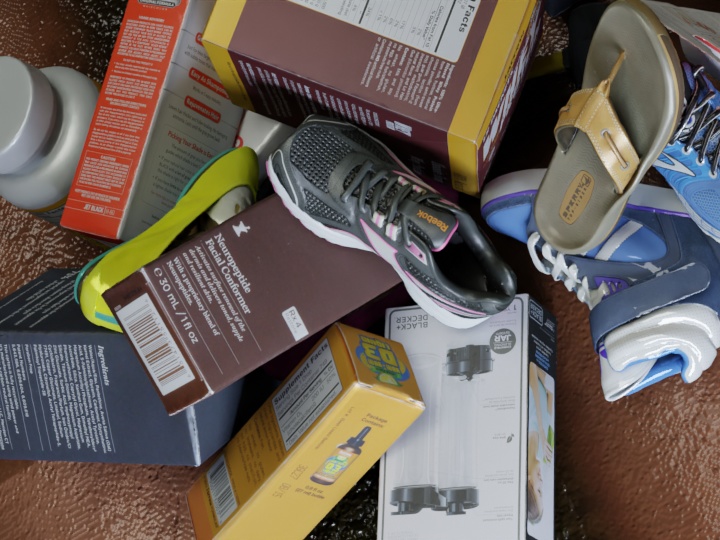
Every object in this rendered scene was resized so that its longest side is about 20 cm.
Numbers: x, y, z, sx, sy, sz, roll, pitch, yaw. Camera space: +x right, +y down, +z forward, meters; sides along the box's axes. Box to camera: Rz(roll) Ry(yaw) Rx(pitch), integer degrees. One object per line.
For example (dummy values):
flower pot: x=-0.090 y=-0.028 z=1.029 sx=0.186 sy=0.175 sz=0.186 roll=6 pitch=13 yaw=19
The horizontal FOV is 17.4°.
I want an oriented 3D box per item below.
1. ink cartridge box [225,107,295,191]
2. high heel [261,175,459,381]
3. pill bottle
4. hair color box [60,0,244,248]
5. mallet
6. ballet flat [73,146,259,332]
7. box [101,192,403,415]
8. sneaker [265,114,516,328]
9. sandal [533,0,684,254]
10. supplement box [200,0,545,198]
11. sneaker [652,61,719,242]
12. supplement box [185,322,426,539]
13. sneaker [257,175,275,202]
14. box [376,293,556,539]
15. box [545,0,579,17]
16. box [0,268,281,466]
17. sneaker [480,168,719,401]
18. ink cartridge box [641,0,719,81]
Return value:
ink cartridge box: x=-0.056 y=-0.171 z=1.818 sx=0.200 sy=0.084 sz=0.146 roll=-49 pitch=58 yaw=3
high heel: x=0.000 y=0.000 z=1.722 sx=0.067 sy=0.096 sz=0.201 roll=29 pitch=87 yaw=31
pill bottle: x=-0.215 y=-0.088 z=1.793 sx=0.112 sy=0.200 sz=0.114 roll=-14 pitch=65 yaw=32
hair color box: x=-0.143 y=-0.110 z=1.735 sx=0.061 sy=0.101 sz=0.201 roll=13 pitch=82 yaw=34
mallet: x=0.107 y=-0.154 z=1.761 sx=0.199 sy=0.041 sz=0.066 roll=-6 pitch=70 yaw=29
ballet flat: x=-0.119 y=-0.017 z=1.681 sx=0.067 sy=0.067 sz=0.200 roll=25 pitch=47 yaw=28
box: x=-0.068 y=0.008 z=1.625 sx=0.075 sy=0.199 sz=0.101 roll=-28 pitch=93 yaw=54
sneaker: x=0.032 y=-0.038 z=1.593 sx=0.081 sy=0.199 sz=0.086 roll=-60 pitch=17 yaw=-13
sandal: x=0.155 y=-0.087 z=1.552 sx=0.080 sy=0.054 sz=0.201 roll=43 pitch=133 yaw=25
supplement box: x=0.015 y=-0.162 z=1.638 sx=0.199 sy=0.197 sz=0.134 roll=21 pitch=83 yaw=7
sneaker: x=0.224 y=-0.087 z=1.579 sx=0.079 sy=0.089 sz=0.200 roll=-49 pitch=58 yaw=-1
supplement box: x=-0.042 y=0.129 z=1.673 sx=0.200 sy=0.066 sz=0.069 roll=-47 pitch=41 yaw=29
sneaker: x=-0.009 y=-0.085 z=1.756 sx=0.200 sy=0.078 sz=0.070 roll=-49 pitch=60 yaw=13
box: x=0.076 y=0.125 z=1.662 sx=0.116 sy=0.060 sz=0.202 roll=-7 pitch=69 yaw=24
box: x=0.118 y=-0.329 z=1.707 sx=0.117 sy=0.200 sz=0.197 roll=-34 pitch=58 yaw=-10
box: x=-0.177 y=0.068 z=1.741 sx=0.199 sy=0.148 sz=0.105 roll=1 pitch=109 yaw=27
sneaker: x=0.164 y=0.015 z=1.642 sx=0.199 sy=0.081 sz=0.147 roll=8 pitch=70 yaw=22
ink cartridge box: x=0.275 y=-0.119 z=1.568 sx=0.161 sy=0.199 sz=0.050 roll=39 pitch=115 yaw=31
